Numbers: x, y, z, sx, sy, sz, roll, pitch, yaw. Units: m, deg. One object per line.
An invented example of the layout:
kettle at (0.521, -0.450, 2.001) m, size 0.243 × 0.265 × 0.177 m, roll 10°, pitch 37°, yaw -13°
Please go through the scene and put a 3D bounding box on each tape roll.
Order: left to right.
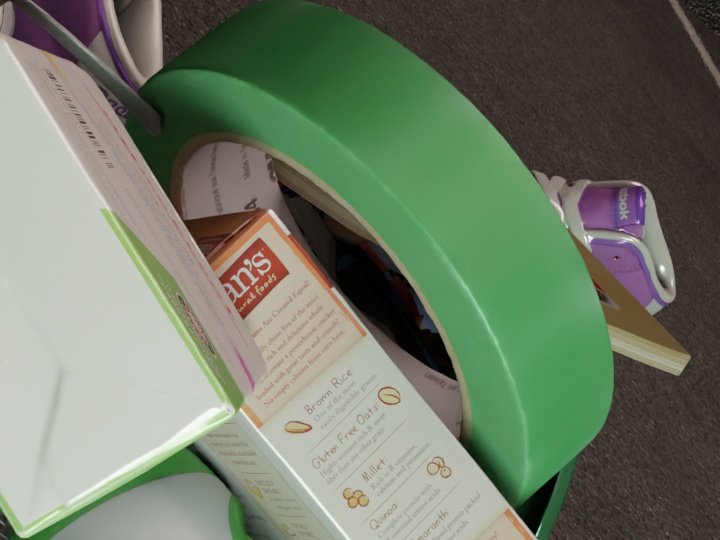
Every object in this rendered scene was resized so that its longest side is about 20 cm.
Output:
tape roll at (0.000, 0.000, 0.991) m, size 0.200 × 0.048 × 0.200 m, roll 37°, pitch -29°, yaw 24°

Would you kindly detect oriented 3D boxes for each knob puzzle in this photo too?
knob puzzle at (0.016, -0.022, 1.123) m, size 0.220 × 0.030 × 0.220 m, roll 28°, pitch 14°, yaw -8°

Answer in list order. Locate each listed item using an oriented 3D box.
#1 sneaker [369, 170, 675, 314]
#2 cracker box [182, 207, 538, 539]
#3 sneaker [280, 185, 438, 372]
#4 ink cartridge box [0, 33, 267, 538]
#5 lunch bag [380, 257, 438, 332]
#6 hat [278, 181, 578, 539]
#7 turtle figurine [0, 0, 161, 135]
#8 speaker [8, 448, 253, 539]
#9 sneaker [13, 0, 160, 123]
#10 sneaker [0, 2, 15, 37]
sneaker at (0.071, -0.034, 1.307) m, size 0.200 × 0.114 × 0.073 m, roll 36°, pitch 43°, yaw -34°
cracker box at (-0.014, 0.072, 0.971) m, size 0.200 × 0.058 × 0.134 m, roll 51°, pitch -20°, yaw -15°
sneaker at (-0.009, 0.048, 1.127) m, size 0.076 × 0.077 × 0.200 m, roll 45°, pitch 16°, yaw -54°
ink cartridge box at (-0.086, 0.002, 0.786) m, size 0.117 × 0.067 × 0.200 m, roll 58°, pitch 2°, yaw 0°
lunch bag at (0.015, 0.056, 1.332) m, size 0.151 × 0.094 × 0.200 m, roll 45°, pitch 25°, yaw -32°
hat at (-0.006, 0.056, 1.196) m, size 0.176 × 0.166 × 0.200 m, roll 22°, pitch 16°, yaw -4°
turtle figurine at (-0.160, -0.060, 0.903) m, size 0.200 × 0.144 × 0.194 m, roll 50°, pitch -5°, yaw 15°
speaker at (-0.040, 0.158, 0.913) m, size 0.200 × 0.088 × 0.088 m, roll 58°, pitch 16°, yaw 22°
sneaker at (-0.148, -0.129, 1.177) m, size 0.200 × 0.114 × 0.073 m, roll 57°, pitch 18°, yaw 24°
sneaker at (-0.226, -0.162, 1.094) m, size 0.202 × 0.077 × 0.146 m, roll 49°, pitch 1°, yaw 29°
